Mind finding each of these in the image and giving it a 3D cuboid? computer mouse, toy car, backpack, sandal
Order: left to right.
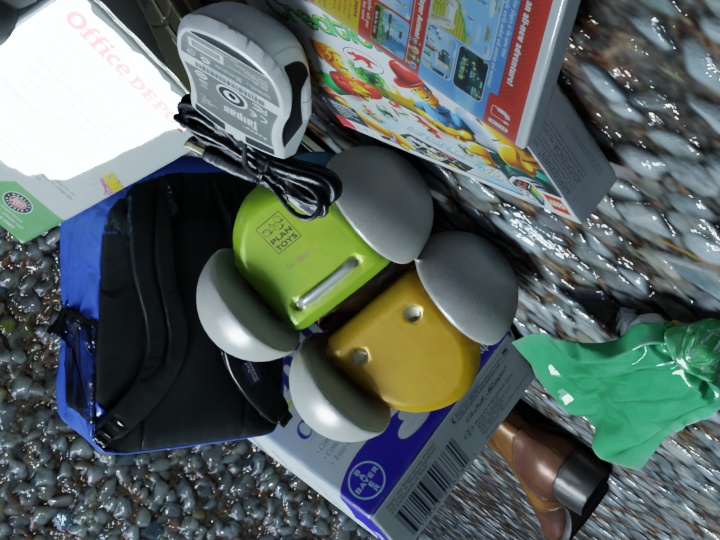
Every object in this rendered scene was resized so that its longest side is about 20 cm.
[{"bbox_3d":[-0.152,0.013,1.170,0.162,0.202,0.167,-7,-162,-33],"label":"backpack"},{"bbox_3d":[-0.102,-0.166,0.958,0.201,0.054,0.082,55,162,-4],"label":"sandal"},{"bbox_3d":[-0.056,-0.096,0.878,0.109,0.044,0.200,32,163,7],"label":"computer mouse"},{"bbox_3d":[0.000,0.000,1.080,0.200,0.175,0.150,42,-155,-20],"label":"toy car"}]

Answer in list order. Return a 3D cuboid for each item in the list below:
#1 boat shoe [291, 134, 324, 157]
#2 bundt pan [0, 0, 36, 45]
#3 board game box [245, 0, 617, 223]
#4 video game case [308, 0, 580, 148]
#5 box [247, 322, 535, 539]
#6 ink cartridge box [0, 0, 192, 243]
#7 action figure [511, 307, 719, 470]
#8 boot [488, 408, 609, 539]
[{"bbox_3d":[-0.030,-0.042,1.182,0.202,0.063,0.074,48,169,-25],"label":"boat shoe"},{"bbox_3d":[-0.250,-0.190,0.971,0.076,0.203,0.201,31,176,-36],"label":"bundt pan"},{"bbox_3d":[0.027,-0.101,0.809,0.200,0.035,0.126,27,163,48],"label":"board game box"},{"bbox_3d":[0.002,-0.148,0.652,0.200,0.017,0.143,37,154,15],"label":"video game case"},{"bbox_3d":[0.003,0.087,1.273,0.199,0.184,0.105,32,169,30],"label":"box"},{"bbox_3d":[-0.198,-0.124,1.061,0.199,0.088,0.145,-24,128,32],"label":"ink cartridge box"},{"bbox_3d":[0.169,0.060,0.949,0.118,0.055,0.200,41,163,-2],"label":"action figure"},{"bbox_3d":[0.131,0.165,1.485,0.200,0.069,0.188,37,170,17],"label":"boot"}]
